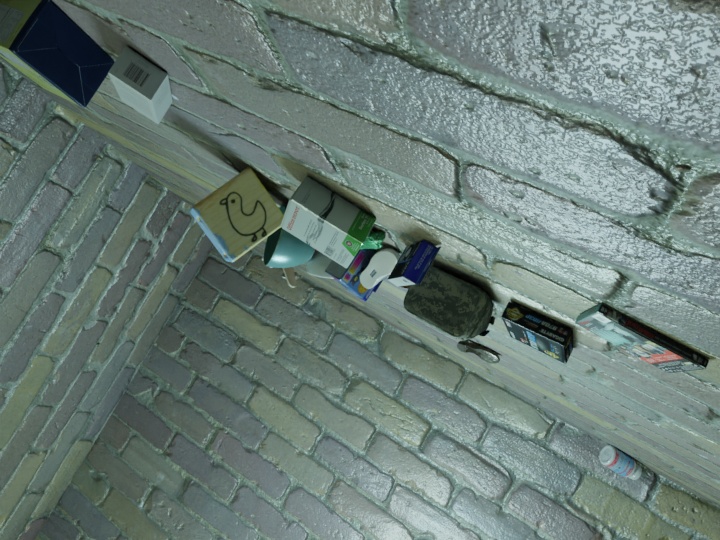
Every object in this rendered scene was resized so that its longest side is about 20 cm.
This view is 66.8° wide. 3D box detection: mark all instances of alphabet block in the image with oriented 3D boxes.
[{"bbox_3d":[-0.362,-0.160,1.609,0.197,0.199,0.196,55,165,-15],"label":"alphabet block"}]

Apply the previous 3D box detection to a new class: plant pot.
[{"bbox_3d":[-0.215,-0.093,1.747,0.133,0.203,0.200,18,176,-21],"label":"plant pot"}]

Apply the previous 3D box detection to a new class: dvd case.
[{"bbox_3d":[0.512,0.129,1.015,0.198,0.022,0.146,28,171,12],"label":"dvd case"}]

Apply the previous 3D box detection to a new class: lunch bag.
[{"bbox_3d":[0.232,0.084,1.381,0.198,0.141,0.167,26,-173,30],"label":"lunch bag"}]

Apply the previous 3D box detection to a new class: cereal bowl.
[{"bbox_3d":[-0.081,-0.034,1.799,0.196,0.085,0.200,2,-168,0],"label":"cereal bowl"}]

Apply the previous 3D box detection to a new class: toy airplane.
[{"bbox_3d":[-0.284,-0.060,2.091,0.198,0.202,0.141,32,159,-6],"label":"toy airplane"}]

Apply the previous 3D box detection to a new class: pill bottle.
[{"bbox_3d":[1.352,1.001,2.836,0.198,0.110,0.109,31,172,-6],"label":"pill bottle"}]

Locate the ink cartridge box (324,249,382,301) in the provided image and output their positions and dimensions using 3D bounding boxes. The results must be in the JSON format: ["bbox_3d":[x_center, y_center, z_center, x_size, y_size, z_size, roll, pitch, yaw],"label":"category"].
[{"bbox_3d":[0.000,0.000,1.660,0.076,0.137,0.200,30,173,36],"label":"ink cartridge box"}]

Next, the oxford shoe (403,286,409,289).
[{"bbox_3d":[0.190,0.056,1.555,0.198,0.072,0.071,22,167,39],"label":"oxford shoe"}]

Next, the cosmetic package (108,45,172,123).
[{"bbox_3d":[-0.485,-0.407,1.220,0.101,0.072,0.200,32,171,-15],"label":"cosmetic package"}]

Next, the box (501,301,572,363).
[{"bbox_3d":[0.437,0.155,1.340,0.158,0.046,0.200,26,171,28],"label":"box"}]

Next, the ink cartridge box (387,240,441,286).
[{"bbox_3d":[0.121,-0.015,1.279,0.039,0.100,0.200,32,171,-8],"label":"ink cartridge box"}]

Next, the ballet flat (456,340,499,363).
[{"bbox_3d":[0.477,0.320,2.194,0.198,0.046,0.068,14,131,46],"label":"ballet flat"}]

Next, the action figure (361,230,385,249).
[{"bbox_3d":[-0.002,-0.088,1.443,0.118,0.055,0.199,38,162,-35],"label":"action figure"}]

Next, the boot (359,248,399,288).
[{"bbox_3d":[0.072,-0.021,1.557,0.073,0.090,0.200,54,145,3],"label":"boot"}]

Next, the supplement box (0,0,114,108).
[{"bbox_3d":[-0.720,-0.507,1.243,0.198,0.135,0.200,26,171,25],"label":"supplement box"}]

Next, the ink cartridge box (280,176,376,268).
[{"bbox_3d":[-0.081,-0.115,1.324,0.198,0.084,0.147,32,150,-4],"label":"ink cartridge box"}]
